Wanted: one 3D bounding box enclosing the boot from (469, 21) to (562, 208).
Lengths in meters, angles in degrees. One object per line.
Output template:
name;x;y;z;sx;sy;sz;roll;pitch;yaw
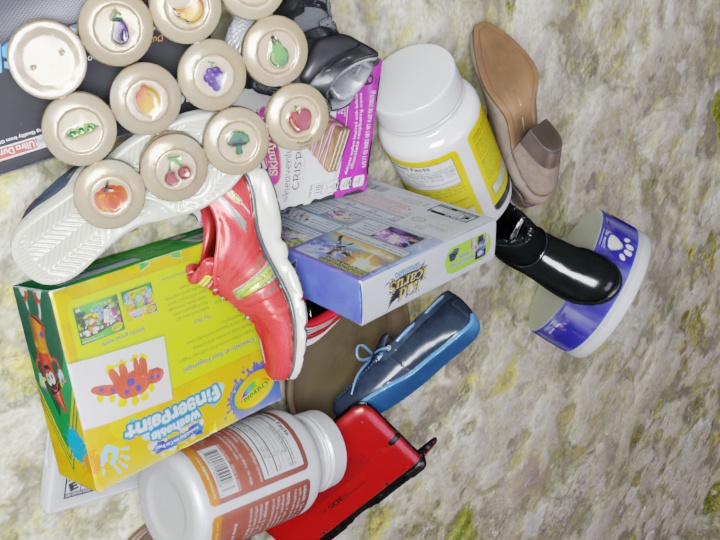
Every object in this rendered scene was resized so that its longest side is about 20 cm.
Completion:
boot;0.170;-0.171;1.034;0.069;0.202;0.146;-21;165;-13

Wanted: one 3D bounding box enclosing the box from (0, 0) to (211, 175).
box;-0.205;-0.180;0.594;0.198;0.050;0.200;-21;131;-21

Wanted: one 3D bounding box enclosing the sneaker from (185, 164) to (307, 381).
sneaker;-0.103;0.004;0.740;0.084;0.077;0.203;-21;105;-23

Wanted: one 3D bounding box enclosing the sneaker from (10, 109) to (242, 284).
sneaker;-0.177;-0.070;0.674;0.198;0.085;0.076;-28;118;-4

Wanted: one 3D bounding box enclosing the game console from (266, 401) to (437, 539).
game console;-0.022;0.242;1.062;0.199;0.119;0.172;-40;111;11

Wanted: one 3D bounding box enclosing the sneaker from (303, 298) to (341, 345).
sneaker;0.000;0.000;0.912;0.078;0.115;0.200;43;72;-5

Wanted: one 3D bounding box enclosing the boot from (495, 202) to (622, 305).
boot;0.221;-0.029;1.100;0.074;0.197;0.162;-62;148;-3

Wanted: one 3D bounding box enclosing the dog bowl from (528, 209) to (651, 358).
dog bowl;0.322;0.018;1.244;0.202;0.078;0.200;-62;-177;5

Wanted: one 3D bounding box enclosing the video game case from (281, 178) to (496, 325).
video game case;-0.004;-0.029;0.831;0.180;0.199;0.046;-23;122;-38

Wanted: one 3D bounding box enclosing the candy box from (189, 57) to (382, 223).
candy box;-0.073;-0.130;0.808;0.199;0.061;0.138;-17;124;-42

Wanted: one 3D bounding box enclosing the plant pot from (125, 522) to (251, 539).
plant pot;-0.146;0.379;0.913;0.199;0.197;0.203;-27;131;-37

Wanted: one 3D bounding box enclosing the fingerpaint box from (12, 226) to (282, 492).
fingerpaint box;-0.176;0.066;0.757;0.199;0.073;0.169;-23;109;-43

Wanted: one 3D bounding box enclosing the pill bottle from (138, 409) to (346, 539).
pill bottle;-0.112;0.207;0.883;0.199;0.112;0.114;-11;119;-45

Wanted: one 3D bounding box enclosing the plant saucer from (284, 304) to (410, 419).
plant saucer;-0.017;0.101;1.033;0.199;0.029;0.202;-26;129;-37

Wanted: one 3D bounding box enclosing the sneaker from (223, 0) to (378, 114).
sneaker;-0.036;-0.201;0.726;0.076;0.113;0.201;-53;-170;51

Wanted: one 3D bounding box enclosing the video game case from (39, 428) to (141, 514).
video game case;-0.203;0.125;0.841;0.198;0.023;0.184;-7;116;-46

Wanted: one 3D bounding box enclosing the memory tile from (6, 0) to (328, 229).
memory tile;-0.126;-0.127;0.610;0.198;0.017;0.155;-25;117;-13

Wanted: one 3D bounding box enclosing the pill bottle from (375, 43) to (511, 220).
pill bottle;0.086;-0.136;0.943;0.115;0.114;0.201;-50;141;-14

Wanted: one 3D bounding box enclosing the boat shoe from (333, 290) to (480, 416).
boat shoe;0.048;0.103;1.025;0.199;0.069;0.084;-35;154;1
